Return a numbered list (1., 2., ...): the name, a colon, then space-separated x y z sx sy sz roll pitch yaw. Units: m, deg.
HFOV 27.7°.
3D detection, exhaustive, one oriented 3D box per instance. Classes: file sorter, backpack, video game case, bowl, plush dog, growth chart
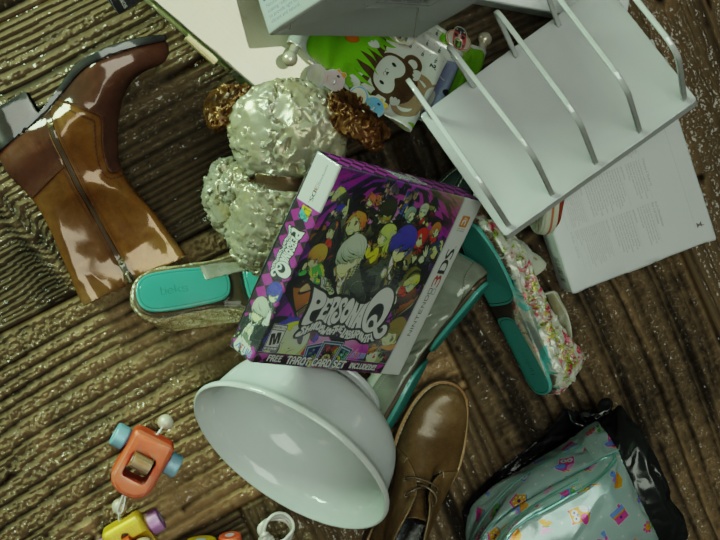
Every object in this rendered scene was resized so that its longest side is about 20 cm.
1. file sorter: 0.155 -0.152 1.225 0.200 0.125 0.139 -36 70 6
2. backpack: 0.196 0.238 1.385 0.199 0.127 0.167 -27 102 -3
3. video game case: 0.000 0.000 1.252 0.200 0.036 0.182 11 109 -50
4. bowl: -0.044 0.138 1.324 0.201 0.201 0.090 41 58 -10
5. plush dog: -0.064 -0.083 1.261 0.199 0.161 0.172 7 118 15
6. growth chart: 0.026 -0.195 1.325 0.199 0.018 0.145 24 62 -23

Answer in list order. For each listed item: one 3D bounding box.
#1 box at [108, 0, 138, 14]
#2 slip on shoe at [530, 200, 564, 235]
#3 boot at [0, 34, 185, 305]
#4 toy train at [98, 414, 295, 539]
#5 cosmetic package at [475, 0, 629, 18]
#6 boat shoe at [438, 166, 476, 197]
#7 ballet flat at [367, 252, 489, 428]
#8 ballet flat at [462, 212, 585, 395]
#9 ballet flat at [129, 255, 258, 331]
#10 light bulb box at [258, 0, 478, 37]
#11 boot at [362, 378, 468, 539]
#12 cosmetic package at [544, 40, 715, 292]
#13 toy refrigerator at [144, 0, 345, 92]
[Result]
1. box: -0.207 -0.335 1.267 0.143 0.036 0.200 -36 69 -4
2. slip on shoe: 0.197 -0.126 1.317 0.061 0.074 0.201 18 87 -12
3. boot: -0.215 -0.093 1.317 0.188 0.068 0.200 -31 100 -6
4. toy train: -0.164 0.236 1.354 0.200 0.056 0.150 34 95 -11
5. cosmetic package: 0.161 -0.318 1.367 0.199 0.052 0.151 9 95 -10
6. boat shoe: 0.036 -0.025 1.361 0.060 0.076 0.200 38 87 -16
7. ballet flat: 0.046 0.068 1.375 0.064 0.067 0.200 35 100 9
8. ballet flat: 0.156 0.025 1.395 0.064 0.076 0.201 -33 107 -26
9. ballet flat: -0.110 0.018 1.346 0.199 0.065 0.071 -3 71 -4
10. light bulb box: -0.003 -0.312 1.236 0.198 0.125 0.201 -10 79 -49
11. boot: 0.060 0.202 1.384 0.073 0.075 0.201 18 92 -11
12. cosmetic package: 0.234 -0.099 1.390 0.150 0.052 0.201 -20 97 -4
13. toy refrigerator: -0.114 -0.213 1.319 0.200 0.076 0.070 40 88 -11
